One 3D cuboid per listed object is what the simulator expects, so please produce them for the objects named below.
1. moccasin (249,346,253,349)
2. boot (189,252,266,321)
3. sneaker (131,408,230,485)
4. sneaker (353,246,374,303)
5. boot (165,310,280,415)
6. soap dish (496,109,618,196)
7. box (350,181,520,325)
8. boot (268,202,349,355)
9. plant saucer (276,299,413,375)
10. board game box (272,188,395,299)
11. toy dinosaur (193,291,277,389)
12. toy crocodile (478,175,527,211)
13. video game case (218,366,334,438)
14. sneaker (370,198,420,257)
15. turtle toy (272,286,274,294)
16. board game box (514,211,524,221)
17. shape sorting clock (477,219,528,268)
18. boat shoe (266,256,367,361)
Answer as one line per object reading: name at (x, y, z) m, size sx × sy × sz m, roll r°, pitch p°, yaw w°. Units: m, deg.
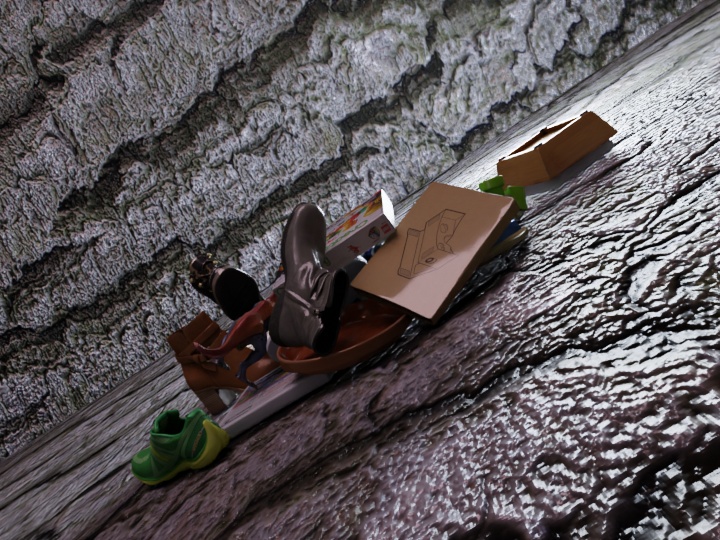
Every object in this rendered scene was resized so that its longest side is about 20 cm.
moccasin at (-0.229, 0.154, 1.481) m, size 0.073 × 0.079 × 0.201 m, roll -28°, pitch 8°, yaw 26°
boot at (-0.230, 0.023, 1.267) m, size 0.074 × 0.149 × 0.200 m, roll -55°, pitch -28°, yaw -7°
sneaker at (-0.252, 0.231, 1.032) m, size 0.198 × 0.085 × 0.074 m, roll -29°, pitch 8°, yaw 38°
sneaker at (0.000, 0.000, 1.217) m, size 0.199 × 0.074 × 0.090 m, roll 31°, pitch 97°, yaw 50°
boot at (-0.216, 0.130, 1.260) m, size 0.197 × 0.158 × 0.077 m, roll -30°, pitch 6°, yaw 21°
soap dish at (0.339, -0.205, 1.353) m, size 0.156 × 0.082 × 0.200 m, roll -34°, pitch 8°, yaw -12°
box at (0.097, -0.030, 1.011) m, size 0.162 × 0.021 × 0.201 m, roll 19°, pitch 63°, yaw 49°
boot at (-0.052, 0.008, 0.983) m, size 0.066 × 0.206 × 0.129 m, roll 16°, pitch -12°, yaw -34°
plant saucer at (-0.018, 0.089, 1.025) m, size 0.195 × 0.033 × 0.201 m, roll -20°, pitch 13°, yaw 5°
board game box at (-0.038, -0.036, 1.121) m, size 0.198 × 0.035 × 0.127 m, roll -34°, pitch 18°, yaw 11°
toy dinosaur at (-0.141, 0.081, 1.150) m, size 0.184 × 0.103 × 0.201 m, roll -60°, pitch -13°, yaw -13°
toy crocodile at (0.166, -0.089, 1.135) m, size 0.195 × 0.069 × 0.062 m, roll -20°, pitch -3°, yaw -18°
video game case at (-0.109, 0.164, 1.101) m, size 0.197 × 0.023 × 0.182 m, roll -33°, pitch 7°, yaw 15°
sneaker at (0.079, -0.065, 1.157) m, size 0.199 × 0.076 × 0.088 m, roll -34°, pitch -37°, yaw -55°
turtle toy at (-0.084, 0.027, 1.384) m, size 0.200 × 0.100 × 0.148 m, roll -41°, pitch -20°, yaw -53°
board game box at (0.168, -0.044, 1.257) m, size 0.198 × 0.033 × 0.119 m, roll -28°, pitch 5°, yaw 39°
shape sorting clock at (0.146, -0.013, 1.075) m, size 0.196 × 0.040 × 0.200 m, roll -29°, pitch 6°, yaw 3°
boat shoe at (-0.071, 0.049, 1.143) m, size 0.200 × 0.073 × 0.068 m, roll -51°, pitch 31°, yaw 0°
